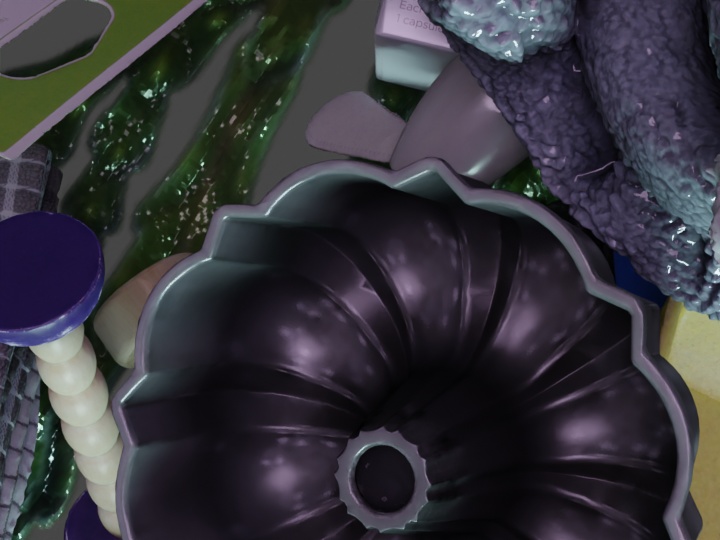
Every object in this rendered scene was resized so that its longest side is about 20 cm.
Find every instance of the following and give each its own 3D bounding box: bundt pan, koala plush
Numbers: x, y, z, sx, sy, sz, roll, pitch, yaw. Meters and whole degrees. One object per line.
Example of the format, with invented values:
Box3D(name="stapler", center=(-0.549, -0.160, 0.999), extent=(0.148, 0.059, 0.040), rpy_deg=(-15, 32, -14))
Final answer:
Box3D(name="bundt pan", center=(0.022, 0.063, 0.641), extent=(0.201, 0.076, 0.203), rpy_deg=(2, 95, 26))
Box3D(name="koala plush", center=(0.139, -0.062, 0.557), extent=(0.177, 0.200, 0.184), rpy_deg=(-31, 102, -8))

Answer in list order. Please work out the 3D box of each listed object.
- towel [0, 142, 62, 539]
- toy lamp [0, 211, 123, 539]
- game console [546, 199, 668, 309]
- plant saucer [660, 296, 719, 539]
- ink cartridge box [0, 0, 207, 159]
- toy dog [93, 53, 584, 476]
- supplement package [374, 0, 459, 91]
Box3D(name="towel", center=(-0.204, 0.030, 0.738), extent=(0.165, 0.086, 0.201), rpy_deg=(4, 63, 1))
Box3D(name="toy lamp", center=(-0.096, 0.065, 0.719), extent=(0.058, 0.200, 0.058), rpy_deg=(-6, 50, 7))
Box3D(name="game console", center=(0.088, 0.074, 0.795), extent=(0.170, 0.118, 0.201), rpy_deg=(-2, 87, -30))
Box3D(name="plant saucer", center=(0.153, 0.131, 0.732), extent=(0.199, 0.048, 0.201), rpy_deg=(26, 73, -26))
Box3D(name="ink cartridge box", center=(-0.176, -0.082, 0.719), extent=(0.199, 0.148, 0.076), rpy_deg=(24, 128, 14))
Box3D(name="toy dog", center=(0.000, 0.000, 0.741), extent=(0.199, 0.096, 0.132), rpy_deg=(-21, 89, 22))
Box3D(name="supplement package", center=(0.080, -0.167, 0.763), extent=(0.113, 0.110, 0.201), rpy_deg=(13, 87, 1))
